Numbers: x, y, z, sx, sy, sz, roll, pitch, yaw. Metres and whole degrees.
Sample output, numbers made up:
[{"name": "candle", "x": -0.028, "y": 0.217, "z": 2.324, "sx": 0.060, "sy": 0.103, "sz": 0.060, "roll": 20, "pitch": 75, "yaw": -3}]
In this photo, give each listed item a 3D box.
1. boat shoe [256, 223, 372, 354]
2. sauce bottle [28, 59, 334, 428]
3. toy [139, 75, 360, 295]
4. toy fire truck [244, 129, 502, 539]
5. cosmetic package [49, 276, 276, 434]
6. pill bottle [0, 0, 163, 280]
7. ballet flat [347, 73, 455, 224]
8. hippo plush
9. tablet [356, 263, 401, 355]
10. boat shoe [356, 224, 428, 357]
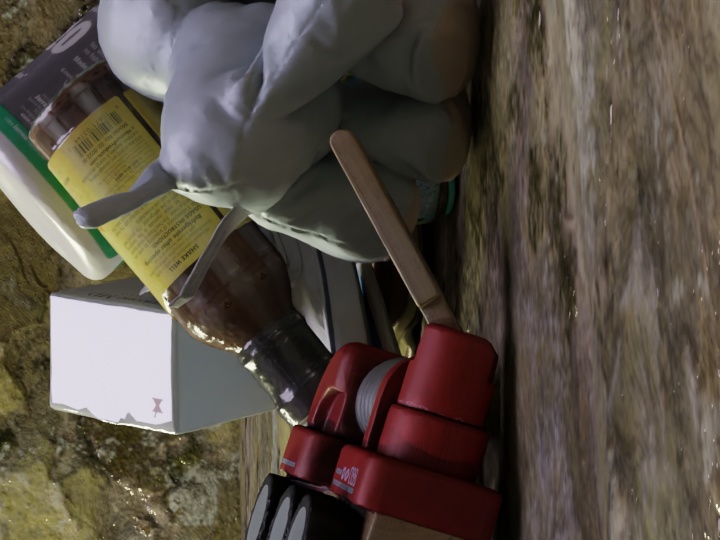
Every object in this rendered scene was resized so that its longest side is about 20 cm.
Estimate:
[{"name": "boat shoe", "x": -0.039, "y": -0.015, "z": 1.377, "sx": 0.074, "sy": 0.065, "sz": 0.202, "roll": 75, "pitch": -179, "yaw": -83}, {"name": "sauce bottle", "x": -0.081, "y": -0.010, "z": 1.323, "sx": 0.200, "sy": 0.065, "sz": 0.065, "roll": 52, "pitch": 169, "yaw": 6}, {"name": "toy", "x": -0.034, "y": -0.058, "z": 1.480, "sx": 0.201, "sy": 0.047, "sz": 0.115, "roll": -54, "pitch": 8, "yaw": -18}, {"name": "toy fire truck", "x": 0.012, "y": 0.052, "z": 1.216, "sx": 0.176, "sy": 0.128, "sz": 0.202, "roll": -179, "pitch": 107, "yaw": -80}, {"name": "cosmetic package", "x": -0.079, "y": 0.039, "z": 1.580, "sx": 0.199, "sy": 0.101, "sz": 0.072, "roll": -12, "pitch": -74, "yaw": -51}, {"name": "pill bottle", "x": -0.104, "y": -0.100, "z": 1.441, "sx": 0.113, "sy": 0.200, "sz": 0.113, "roll": 46, "pitch": 170, "yaw": 11}, {"name": "ballet flat", "x": 0.009, "y": -0.114, "z": 1.383, "sx": 0.074, "sy": 0.074, "sz": 0.201, "roll": 97, "pitch": 171, "yaw": -54}, {"name": "hippo plush", "x": -0.049, "y": -0.091, "z": 1.282, "sx": 0.159, "sy": 0.200, "sz": 0.161, "roll": 45, "pitch": -178, "yaw": -45}, {"name": "tablet", "x": 0.021, "y": 0.107, "z": 1.400, "sx": 0.131, "sy": 0.014, "sz": 0.201, "roll": 96, "pitch": 162, "yaw": -49}, {"name": "boat shoe", "x": 0.000, "y": 0.000, "z": 1.476, "sx": 0.201, "sy": 0.067, "sz": 0.072, "roll": 99, "pitch": 170, "yaw": -57}]
